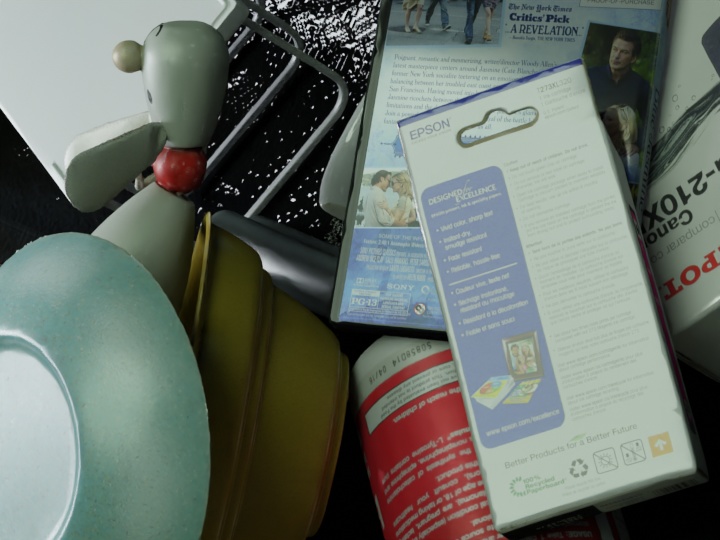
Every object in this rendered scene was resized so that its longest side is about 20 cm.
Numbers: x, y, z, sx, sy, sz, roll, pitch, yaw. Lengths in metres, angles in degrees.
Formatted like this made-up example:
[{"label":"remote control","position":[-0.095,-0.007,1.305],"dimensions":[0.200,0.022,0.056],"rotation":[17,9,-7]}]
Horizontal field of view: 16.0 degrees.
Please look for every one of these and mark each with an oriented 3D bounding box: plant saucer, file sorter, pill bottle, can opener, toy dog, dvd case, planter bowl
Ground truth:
[{"label":"plant saucer","position":[-0.147,0.083,1.177],"dimensions":[0.201,0.039,0.202],"rotation":[0,89,47]},{"label":"file sorter","position":[-0.123,-0.128,1.440],"dimensions":[0.139,0.124,0.200],"rotation":[-49,51,11]},{"label":"pill bottle","position":[0.068,0.124,1.209],"dimensions":[0.112,0.112,0.201],"rotation":[-30,57,23]},{"label":"can opener","position":[0.000,0.000,1.346],"dimensions":[0.200,0.053,0.067],"rotation":[17,94,41]},{"label":"toy dog","position":[-0.128,-0.023,1.255],"dimensions":[0.096,0.132,0.201],"rotation":[11,81,-7]},{"label":"dvd case","position":[0.068,-0.063,1.211],"dimensions":[0.142,0.018,0.201],"rotation":[4,76,20]},{"label":"planter bowl","position":[-0.054,0.077,1.244],"dimensions":[0.083,0.200,0.201],"rotation":[10,74,-7]}]

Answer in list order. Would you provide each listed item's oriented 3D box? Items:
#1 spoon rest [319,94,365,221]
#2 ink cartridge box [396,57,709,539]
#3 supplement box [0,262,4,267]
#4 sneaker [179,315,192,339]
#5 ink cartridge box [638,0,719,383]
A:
[{"label":"spoon rest","position":[0.049,-0.108,1.338],"dimensions":[0.200,0.099,0.061],"rotation":[-47,32,27]},{"label":"ink cartridge box","position":[0.084,0.012,1.154],"dimensions":[0.094,0.037,0.201],"rotation":[-18,73,14]},{"label":"supplement box","position":[-0.233,0.045,1.403],"dimensions":[0.200,0.085,0.111],"rotation":[174,115,-78]},{"label":"sneaker","position":[-0.095,0.101,1.378],"dimensions":[0.066,0.078,0.201],"rotation":[18,93,2]},{"label":"ink cartridge box","position":[0.181,-0.068,1.221],"dimensions":[0.145,0.084,0.201],"rotation":[-35,55,21]}]
